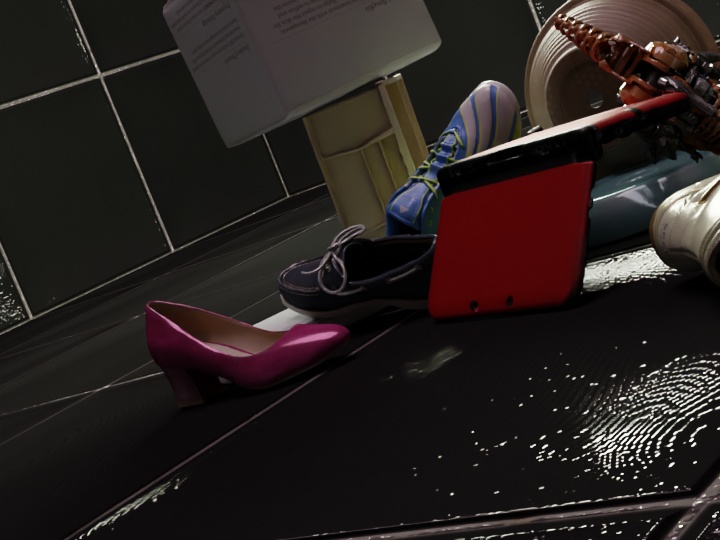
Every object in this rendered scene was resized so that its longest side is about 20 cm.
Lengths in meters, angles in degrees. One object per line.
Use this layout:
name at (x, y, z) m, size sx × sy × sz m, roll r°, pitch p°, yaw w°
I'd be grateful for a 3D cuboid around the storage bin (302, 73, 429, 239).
storage bin at (0.027, -0.097, 1.472) m, size 0.093 × 0.200 × 0.200 m, roll -20°, pitch 7°, yaw 9°

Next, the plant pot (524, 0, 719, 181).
plant pot at (0.240, -0.169, 1.314) m, size 0.200 × 0.202 × 0.093 m, roll -18°, pitch 4°, yaw 32°

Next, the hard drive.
hard drive at (-0.059, 0.054, 1.311) m, size 0.199 × 0.026 × 0.132 m, roll -26°, pitch 8°, yaw -22°

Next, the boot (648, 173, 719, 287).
boot at (0.281, -0.050, 0.827) m, size 0.199 × 0.072 × 0.155 m, roll -27°, pitch 6°, yaw 4°

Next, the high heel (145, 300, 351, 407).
high heel at (-0.100, 0.050, 1.163) m, size 0.199 × 0.097 × 0.067 m, roll -17°, pitch 8°, yaw 39°

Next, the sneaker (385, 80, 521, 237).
sneaker at (0.083, -0.079, 1.279) m, size 0.075 × 0.201 × 0.105 m, roll 29°, pitch 22°, yaw 22°

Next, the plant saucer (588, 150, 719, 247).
plant saucer at (0.253, -0.070, 1.229) m, size 0.199 × 0.036 × 0.200 m, roll -22°, pitch 7°, yaw 3°

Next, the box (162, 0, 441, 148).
box at (-0.064, -0.255, 1.434) m, size 0.198 × 0.172 × 0.200 m, roll -28°, pitch 6°, yaw -24°

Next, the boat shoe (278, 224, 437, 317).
boat shoe at (0.000, 0.000, 1.220) m, size 0.199 × 0.062 × 0.075 m, roll 0°, pitch 48°, yaw 40°

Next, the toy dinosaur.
toy dinosaur at (0.251, -0.153, 1.116) m, size 0.102 × 0.201 × 0.136 m, roll -36°, pitch -9°, yaw 14°

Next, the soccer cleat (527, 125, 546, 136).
soccer cleat at (0.139, -0.044, 1.261) m, size 0.200 × 0.084 × 0.065 m, roll -48°, pitch 41°, yaw -17°

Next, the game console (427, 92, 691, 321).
game console at (0.153, -0.048, 1.078) m, size 0.172 × 0.120 × 0.200 m, roll -21°, pitch 6°, yaw -30°
